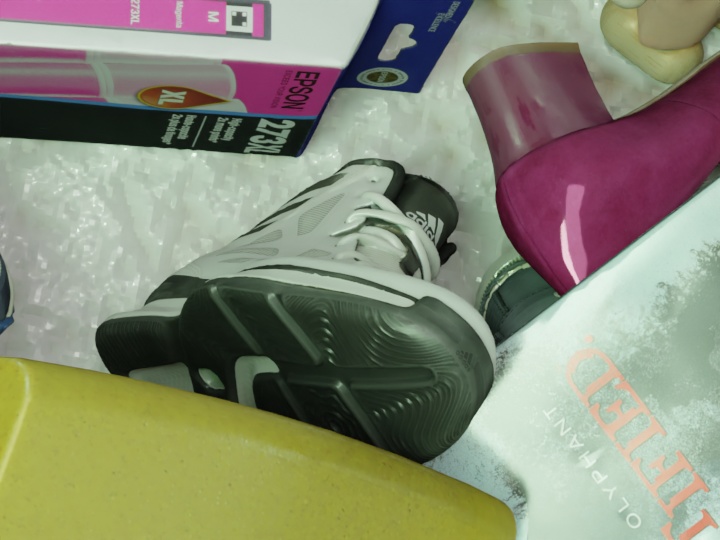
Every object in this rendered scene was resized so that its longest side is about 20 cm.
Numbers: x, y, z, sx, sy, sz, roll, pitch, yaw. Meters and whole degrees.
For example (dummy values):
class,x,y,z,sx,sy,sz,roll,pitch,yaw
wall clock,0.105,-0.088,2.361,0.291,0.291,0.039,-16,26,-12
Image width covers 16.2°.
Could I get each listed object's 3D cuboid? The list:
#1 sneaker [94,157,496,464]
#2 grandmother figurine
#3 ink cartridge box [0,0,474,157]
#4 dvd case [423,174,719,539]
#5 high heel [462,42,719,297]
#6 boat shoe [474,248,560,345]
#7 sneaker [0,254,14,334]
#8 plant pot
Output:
class,x,y,z,sx,sy,sz,roll,pitch,yaw
sneaker,0.000,0.000,0.817,0.115,0.200,0.076,-44,110,-25
grandmother figurine,0.131,-0.132,0.873,0.061,0.200,0.121,40,69,9
ink cartridge box,-0.066,-0.072,0.873,0.199,0.095,0.037,1,74,-11
dvd case,0.103,0.068,0.799,0.200,0.022,0.146,-37,87,6
high heel,0.131,-0.034,0.900,0.199,0.067,0.096,-7,64,-27
boat shoe,0.139,0.035,0.887,0.199,0.062,0.073,11,103,-4
sneaker,-0.181,-0.046,0.807,0.077,0.085,0.200,-28,54,-29
plant pot,-0.105,0.120,0.718,0.176,0.200,0.201,37,63,-45
